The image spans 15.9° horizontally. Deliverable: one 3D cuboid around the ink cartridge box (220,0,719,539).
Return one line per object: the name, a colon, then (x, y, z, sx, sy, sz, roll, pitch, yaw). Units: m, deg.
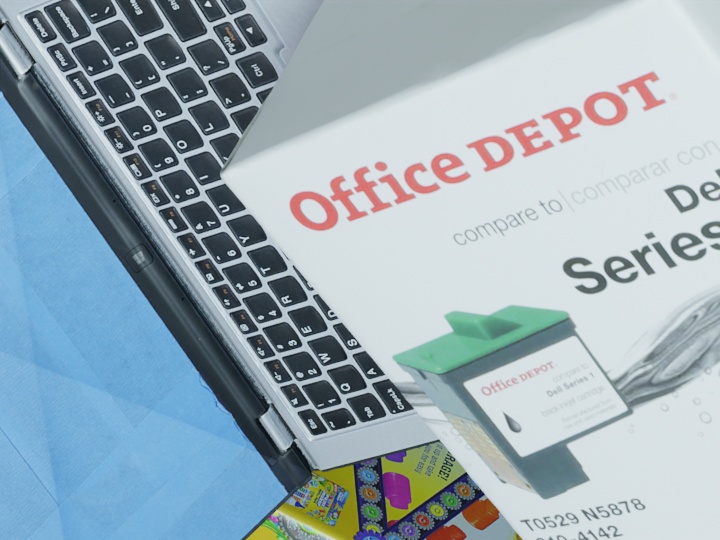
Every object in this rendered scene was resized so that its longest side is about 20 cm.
ink cartridge box: (0.085, 0.003, 0.626, 0.146, 0.084, 0.200, -21, 118, 42)

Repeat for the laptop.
laptop: (-0.052, 0.016, 0.701, 0.200, 0.116, 0.187, -17, 121, 30)

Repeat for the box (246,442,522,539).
box: (0.026, 0.146, 0.902, 0.192, 0.122, 0.200, 28, 129, 0)
